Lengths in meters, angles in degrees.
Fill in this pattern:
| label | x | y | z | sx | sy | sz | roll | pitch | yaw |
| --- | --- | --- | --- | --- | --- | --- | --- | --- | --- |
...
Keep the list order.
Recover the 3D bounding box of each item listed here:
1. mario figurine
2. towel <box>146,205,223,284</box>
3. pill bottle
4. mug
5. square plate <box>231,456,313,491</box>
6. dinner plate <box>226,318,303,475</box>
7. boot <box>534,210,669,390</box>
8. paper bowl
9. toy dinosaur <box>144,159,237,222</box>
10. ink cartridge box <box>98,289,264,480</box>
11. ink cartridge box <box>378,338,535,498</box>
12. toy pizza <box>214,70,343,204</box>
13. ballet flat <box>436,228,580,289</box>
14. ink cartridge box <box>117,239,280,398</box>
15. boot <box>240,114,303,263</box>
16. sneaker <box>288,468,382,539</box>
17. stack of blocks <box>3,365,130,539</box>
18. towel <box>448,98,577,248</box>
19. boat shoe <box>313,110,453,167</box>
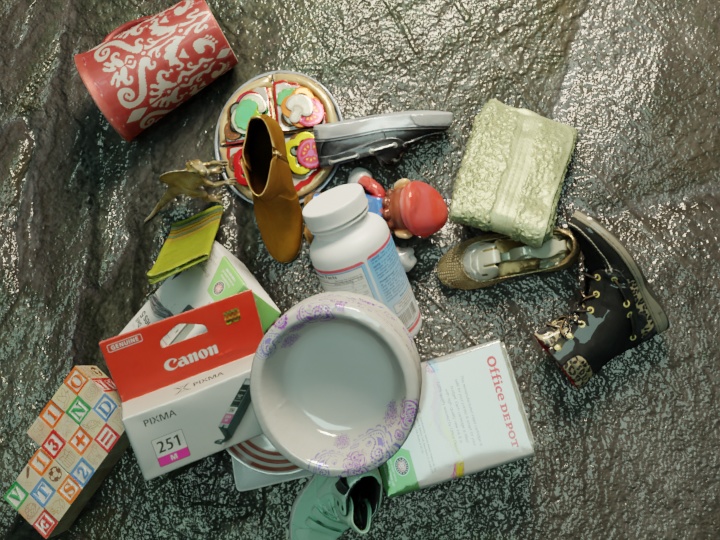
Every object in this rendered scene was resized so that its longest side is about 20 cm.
| label | x | y | z | sx | sy | sz | roll | pitch | yaw |
| --- | --- | --- | --- | --- | --- | --- | --- | --- | --- |
| mario figurine | 0.026 | -0.070 | 0.985 | 0.194 | 0.107 | 0.126 | -2 | 119 | 18 |
| towel | -0.229 | -0.041 | 0.950 | 0.084 | 0.201 | 0.018 | -25 | 111 | 4 |
| pill bottle | 0.000 | 0.000 | 0.907 | 0.106 | 0.109 | 0.204 | -20 | 113 | 4 |
| mug | -0.294 | -0.313 | 1.019 | 0.197 | 0.133 | 0.180 | -30 | 82 | 0 |
| square plate | -0.092 | 0.181 | 0.980 | 0.194 | 0.028 | 0.204 | -12 | 82 | 6 |
| dinner plate | -0.109 | 0.168 | 0.958 | 0.194 | 0.024 | 0.207 | -1 | 84 | 8 |
| boot | 0.284 | 0.042 | 0.902 | 0.150 | 0.073 | 0.201 | -39 | 111 | 4 |
| paper bowl | -0.025 | 0.126 | 0.840 | 0.194 | 0.104 | 0.207 | 2 | 102 | 9 |
| toy dinosaur | -0.238 | -0.125 | 1.002 | 0.099 | 0.198 | 0.060 | -3 | 77 | -35 |
| ink cartridge box | -0.196 | 0.139 | 0.871 | 0.195 | 0.044 | 0.178 | -19 | 116 | -14 |
| ink cartridge box | 0.111 | 0.188 | 0.923 | 0.195 | 0.087 | 0.149 | -18 | 81 | 7 |
| toy pizza | -0.119 | -0.192 | 1.027 | 0.194 | 0.032 | 0.207 | -1 | 83 | 8 |
| ballet flat | 0.196 | -0.022 | 0.947 | 0.194 | 0.065 | 0.073 | -14 | 81 | 6 |
| ink cartridge box | -0.221 | 0.078 | 0.951 | 0.201 | 0.084 | 0.145 | -48 | 43 | 0 |
| boot | -0.122 | -0.100 | 0.941 | 0.069 | 0.144 | 0.207 | -5 | 101 | 4 |
| sneaker | -0.034 | 0.310 | 0.893 | 0.072 | 0.118 | 0.205 | 17 | 104 | -19 |
| stack of blocks | -0.405 | 0.250 | 0.999 | 0.114 | 0.059 | 0.202 | 36 | 89 | 10 |
| towel | 0.202 | -0.134 | 0.946 | 0.145 | 0.037 | 0.204 | 17 | 65 | 11 |
| boat shoe | 0.034 | -0.180 | 0.988 | 0.194 | 0.072 | 0.070 | -9 | 106 | -5 |
